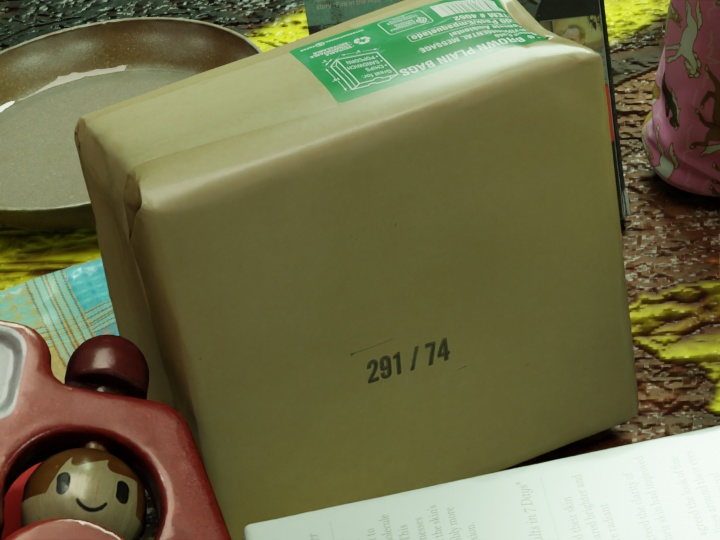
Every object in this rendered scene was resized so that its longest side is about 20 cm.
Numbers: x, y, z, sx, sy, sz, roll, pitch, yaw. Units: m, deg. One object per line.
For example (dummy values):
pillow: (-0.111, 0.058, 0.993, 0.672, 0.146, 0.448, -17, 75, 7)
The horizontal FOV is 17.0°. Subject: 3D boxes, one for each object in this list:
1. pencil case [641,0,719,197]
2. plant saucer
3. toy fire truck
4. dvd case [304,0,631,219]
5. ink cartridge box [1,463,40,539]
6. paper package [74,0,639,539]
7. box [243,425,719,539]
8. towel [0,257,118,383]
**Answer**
pencil case: (0.178, -0.128, 1.133, 0.083, 0.200, 0.087, 14, 39, 17)
plant saucer: (-0.143, -0.075, 1.298, 0.200, 0.032, 0.200, -8, 32, 5)
toy fire truck: (-0.143, 0.090, 0.895, 0.200, 0.112, 0.168, 9, 60, -6)
dvd case: (0.046, -0.116, 1.158, 0.146, 0.200, 0.022, -7, 11, 8)
ink cartridge box: (-0.204, 0.077, 1.022, 0.116, 0.067, 0.200, -25, 49, -16)
paper package: (0.000, 0.000, 0.993, 0.200, 0.191, 0.103, -20, 34, -16)
box: (0.071, 0.151, 0.816, 0.200, 0.106, 0.152, -12, 32, 0)
towel: (-0.148, 0.044, 1.125, 0.200, 0.022, 0.147, -21, 33, -14)
